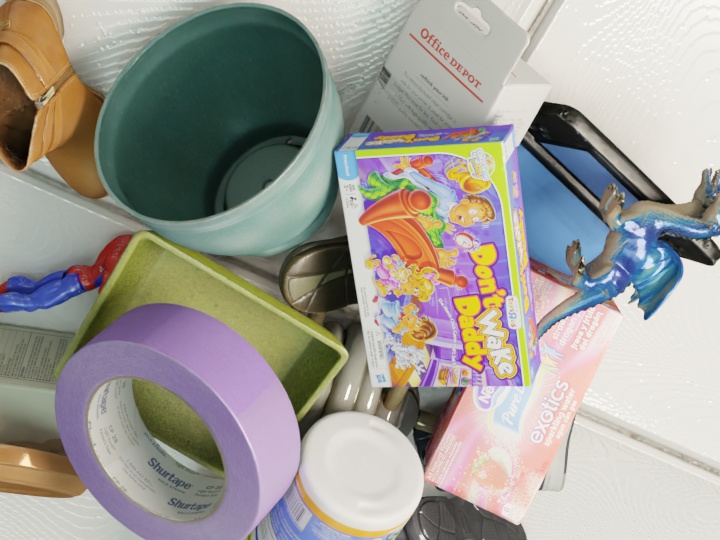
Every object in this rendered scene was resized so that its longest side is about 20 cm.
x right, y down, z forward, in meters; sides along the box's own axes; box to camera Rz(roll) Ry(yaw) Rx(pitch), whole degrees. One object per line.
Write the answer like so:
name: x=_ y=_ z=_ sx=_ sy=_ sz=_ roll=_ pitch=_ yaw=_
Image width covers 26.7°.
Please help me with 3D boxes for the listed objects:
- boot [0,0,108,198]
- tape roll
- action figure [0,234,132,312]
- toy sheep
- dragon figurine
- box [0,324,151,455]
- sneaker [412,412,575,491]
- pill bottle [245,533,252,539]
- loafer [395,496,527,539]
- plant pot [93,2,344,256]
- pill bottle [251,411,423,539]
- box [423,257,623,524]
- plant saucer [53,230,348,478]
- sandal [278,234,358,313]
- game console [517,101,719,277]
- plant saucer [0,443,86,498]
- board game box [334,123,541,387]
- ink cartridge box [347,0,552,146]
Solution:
boot: x=-0.251 y=-0.114 z=1.210 sx=0.073 sy=0.155 sz=0.201 roll=-16 pitch=120 yaw=9
tape roll: x=-0.149 y=0.129 z=1.229 sx=0.199 sy=0.066 sz=0.202 roll=15 pitch=123 yaw=24
action figure: x=-0.247 y=0.033 z=1.354 sx=0.199 sy=0.065 sz=0.099 roll=-22 pitch=112 yaw=13
toy sheep: x=-0.013 y=0.108 z=1.363 sx=0.199 sy=0.138 sz=0.139 roll=23 pitch=119 yaw=-2
dragon figurine: x=0.217 y=-0.001 z=1.198 sx=0.099 sy=0.059 sz=0.201 roll=29 pitch=101 yaw=-10
box: x=-0.287 y=0.111 z=1.383 sx=0.198 sy=0.095 sz=0.078 roll=9 pitch=122 yaw=-4
sneaker: x=0.122 y=0.128 z=1.405 sx=0.145 sy=0.077 sz=0.204 roll=-1 pitch=124 yaw=-3
pill bottle: x=-0.069 y=0.264 z=1.465 sx=0.198 sy=0.113 sz=0.113 roll=3 pitch=121 yaw=-2
loafer: x=0.088 y=0.255 z=1.461 sx=0.063 sy=0.072 sz=0.199 roll=-27 pitch=152 yaw=30
plant pot: x=-0.094 y=-0.092 z=1.221 sx=0.199 sy=0.202 sz=0.134 roll=-21 pitch=145 yaw=12
pill bottle: x=-0.030 y=0.220 z=1.313 sx=0.111 sy=0.113 sz=0.201 roll=17 pitch=136 yaw=-11
box: x=0.136 y=0.099 z=1.296 sx=0.094 sy=0.103 sz=0.201 roll=25 pitch=99 yaw=0
plant saucer: x=-0.133 y=0.067 z=1.284 sx=0.199 sy=0.048 sz=0.200 roll=31 pitch=127 yaw=-8
sandal: x=0.000 y=0.000 z=1.306 sx=0.199 sy=0.054 sz=0.082 roll=-4 pitch=114 yaw=-43
game console: x=0.172 y=-0.042 z=1.287 sx=0.200 sy=0.176 sz=0.117 roll=39 pitch=85 yaw=-22
plant saucer: x=-0.336 y=0.181 z=1.383 sx=0.198 sy=0.033 sz=0.200 roll=7 pitch=166 yaw=2
board game box: x=0.062 y=-0.009 z=1.187 sx=0.133 sy=0.045 sz=0.202 roll=-2 pitch=112 yaw=19
ink cartridge box: x=0.073 y=-0.133 z=1.220 sx=0.068 sy=0.116 sz=0.201 roll=-6 pitch=134 yaw=-47
